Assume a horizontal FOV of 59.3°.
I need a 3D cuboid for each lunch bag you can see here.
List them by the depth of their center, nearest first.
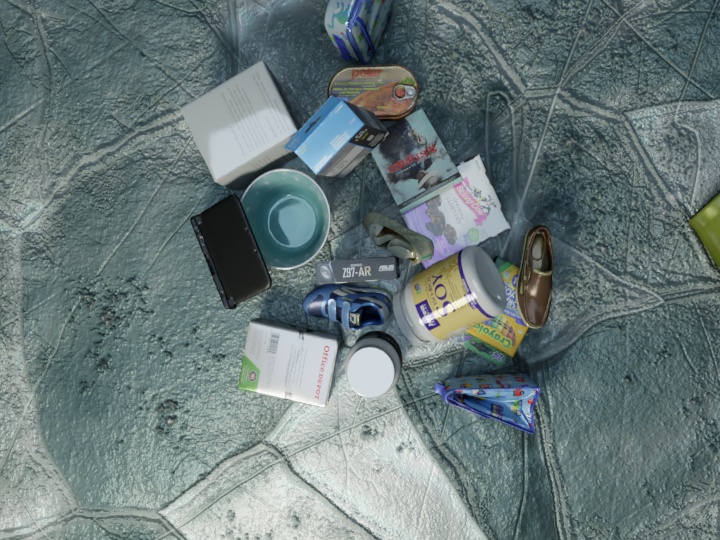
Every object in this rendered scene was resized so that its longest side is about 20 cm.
[{"bbox_3d":[-0.002,-0.518,1.278,0.081,0.200,0.164,24,91,11],"label":"lunch bag"},{"bbox_3d":[0.248,0.250,1.285,0.195,0.151,0.097,9,91,5],"label":"lunch bag"}]

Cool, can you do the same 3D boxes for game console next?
[{"bbox_3d":[-0.266,-0.034,1.328,0.114,0.176,0.204,-22,88,-7],"label":"game console"}]

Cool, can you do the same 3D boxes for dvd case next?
[{"bbox_3d":[0.108,-0.231,1.315,0.144,0.022,0.203,-26,62,6],"label":"dvd case"}]

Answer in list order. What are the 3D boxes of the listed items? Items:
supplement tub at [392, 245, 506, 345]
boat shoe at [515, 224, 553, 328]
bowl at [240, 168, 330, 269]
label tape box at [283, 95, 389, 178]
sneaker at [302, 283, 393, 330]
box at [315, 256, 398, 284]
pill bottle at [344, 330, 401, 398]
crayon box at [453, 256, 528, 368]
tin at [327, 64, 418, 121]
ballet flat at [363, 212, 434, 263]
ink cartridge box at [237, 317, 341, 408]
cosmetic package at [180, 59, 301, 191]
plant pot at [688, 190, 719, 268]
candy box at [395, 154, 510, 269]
[{"bbox_3d":[0.177,0.055,1.269,0.198,0.145,0.148,-30,88,29],"label":"supplement tub"},{"bbox_3d":[0.350,0.011,1.262,0.073,0.075,0.208,0,85,2],"label":"boat shoe"},{"bbox_3d":[-0.153,-0.105,1.342,0.195,0.105,0.207,0,90,5],"label":"bowl"},{"bbox_3d":[-0.044,-0.259,1.265,0.144,0.199,0.064,-42,77,21],"label":"label tape box"},{"bbox_3d":[-0.029,0.079,1.334,0.195,0.083,0.075,-2,125,7],"label":"sneaker"},{"bbox_3d":[0.000,0.000,1.281,0.156,0.200,0.045,-4,90,6],"label":"box"},{"bbox_3d":[0.027,0.190,1.280,0.113,0.200,0.119,0,91,5],"label":"pill bottle"},{"bbox_3d":[0.295,0.089,1.330,0.124,0.052,0.203,27,93,4],"label":"crayon box"},{"bbox_3d":[0.027,-0.379,1.358,0.195,0.042,0.115,1,94,5],"label":"tin"},{"bbox_3d":[0.063,-0.068,1.297,0.198,0.062,0.069,25,135,40],"label":"ballet flat"},{"bbox_3d":[-0.148,0.195,1.353,0.195,0.084,0.150,12,92,5],"label":"ink cartridge box"},{"bbox_3d":[-0.233,-0.293,1.317,0.197,0.165,0.168,-27,88,4],"label":"cosmetic package"},{"bbox_3d":[0.759,-0.075,1.230,0.200,0.200,0.194,-42,75,4],"label":"plant pot"},{"bbox_3d":[0.190,-0.121,1.326,0.196,0.072,0.171,-25,88,6],"label":"candy box"}]
